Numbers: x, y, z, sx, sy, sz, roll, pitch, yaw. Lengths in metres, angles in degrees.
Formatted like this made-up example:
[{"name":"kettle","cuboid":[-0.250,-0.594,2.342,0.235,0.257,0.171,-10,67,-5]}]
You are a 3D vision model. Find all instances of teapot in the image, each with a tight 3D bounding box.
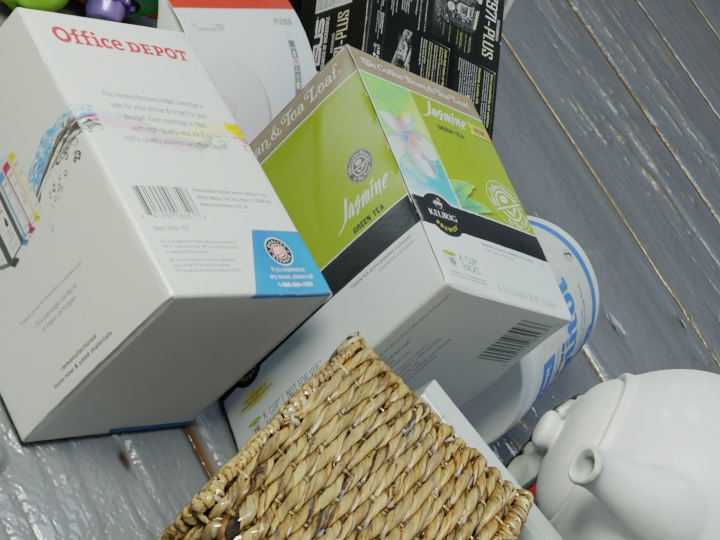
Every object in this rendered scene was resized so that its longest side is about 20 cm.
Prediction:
[{"name":"teapot","cuboid":[0.176,0.138,1.019,0.145,0.201,0.198,30,46,3]}]

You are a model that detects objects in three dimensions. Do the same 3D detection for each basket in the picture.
[{"name":"basket","cuboid":[-0.023,0.162,0.869,0.149,0.143,0.200,42,35,2]}]

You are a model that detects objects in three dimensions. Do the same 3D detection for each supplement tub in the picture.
[{"name":"supplement tub","cuboid":[0.096,0.043,1.195,0.132,0.132,0.200,50,29,2]}]

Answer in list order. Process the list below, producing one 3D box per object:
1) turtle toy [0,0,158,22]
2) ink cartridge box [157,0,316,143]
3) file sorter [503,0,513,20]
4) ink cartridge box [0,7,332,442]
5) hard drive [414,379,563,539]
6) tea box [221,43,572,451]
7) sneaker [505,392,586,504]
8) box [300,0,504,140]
[{"name":"turtle toy","cuboid":[-0.194,-0.238,1.158,0.146,0.101,0.199,48,29,10]},{"name":"ink cartridge box","cuboid":[-0.088,-0.170,1.154,0.056,0.203,0.162,16,16,27]},{"name":"file sorter","cuboid":[0.034,-0.280,1.450,0.199,0.126,0.139,20,14,-42]},{"name":"ink cartridge box","cuboid":[-0.148,-0.027,0.926,0.146,0.144,0.201,0,54,-54]},{"name":"hard drive","cuboid":[0.063,0.177,0.975,0.201,0.132,0.027,51,40,-3]},{"name":"tea box","cuboid":[0.000,0.000,1.041,0.133,0.200,0.198,14,44,-45]},{"name":"sneaker","cuboid":[0.149,0.165,1.171,0.085,0.077,0.200,36,38,11]},{"name":"box","cuboid":[0.031,-0.162,1.305,0.163,0.086,0.203,18,72,-41]}]
